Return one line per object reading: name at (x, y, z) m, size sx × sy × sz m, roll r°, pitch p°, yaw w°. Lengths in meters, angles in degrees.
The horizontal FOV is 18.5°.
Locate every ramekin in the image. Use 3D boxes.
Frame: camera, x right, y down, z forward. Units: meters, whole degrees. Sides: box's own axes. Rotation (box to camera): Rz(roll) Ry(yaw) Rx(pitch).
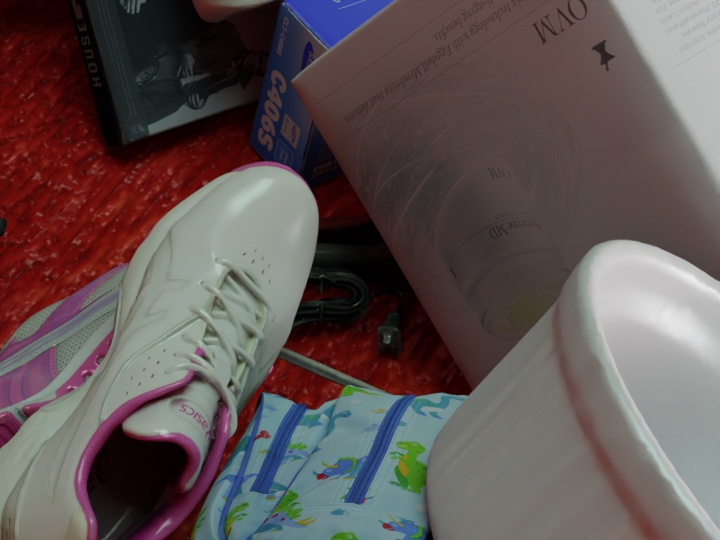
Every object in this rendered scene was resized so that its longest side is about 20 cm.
ramekin at (0.115, 0.096, 0.764) m, size 0.200 × 0.098 × 0.201 m, roll 38°, pitch 24°, yaw -21°

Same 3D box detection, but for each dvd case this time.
dvd case at (-0.060, -0.162, 1.115) m, size 0.199 × 0.152 × 0.025 m, roll -21°, pitch 13°, yaw -34°

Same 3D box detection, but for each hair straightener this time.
hair straightener at (0.000, 0.000, 1.028) m, size 0.198 × 0.041 × 0.077 m, roll 0°, pitch 46°, yaw -23°

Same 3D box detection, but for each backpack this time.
backpack at (-0.001, 0.123, 0.829) m, size 0.152 × 0.164 × 0.200 m, roll 8°, pitch 31°, yaw 24°

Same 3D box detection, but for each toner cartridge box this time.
toner cartridge box at (0.041, -0.115, 1.120) m, size 0.199 × 0.095 × 0.043 m, roll -23°, pitch 56°, yaw -33°

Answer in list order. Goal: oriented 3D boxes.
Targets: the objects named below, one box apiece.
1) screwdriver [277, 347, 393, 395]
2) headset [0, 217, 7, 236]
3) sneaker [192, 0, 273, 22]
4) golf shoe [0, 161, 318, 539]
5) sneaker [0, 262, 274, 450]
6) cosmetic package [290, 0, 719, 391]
screwdriver at (0.038, 0.066, 0.946) m, size 0.199 × 0.028 × 0.029 m, roll 25°, pitch 4°, yaw -17°
headset at (-0.233, -0.078, 0.994) m, size 0.123 × 0.094 × 0.201 m, roll -34°, pitch 82°, yaw -25°
sneaker at (-0.007, -0.191, 1.094) m, size 0.199 × 0.075 × 0.085 m, roll -25°, pitch 98°, yaw -36°
golf shoe at (-0.065, 0.043, 0.842) m, size 0.075 × 0.091 × 0.201 m, roll 41°, pitch 69°, yaw -25°
sneaker at (-0.123, 0.067, 0.910) m, size 0.200 × 0.082 × 0.088 m, roll -40°, pitch 22°, yaw -25°
cosmetic package at (0.106, -0.054, 0.951) m, size 0.123 × 0.199 × 0.201 m, roll -33°, pitch 91°, yaw -37°
